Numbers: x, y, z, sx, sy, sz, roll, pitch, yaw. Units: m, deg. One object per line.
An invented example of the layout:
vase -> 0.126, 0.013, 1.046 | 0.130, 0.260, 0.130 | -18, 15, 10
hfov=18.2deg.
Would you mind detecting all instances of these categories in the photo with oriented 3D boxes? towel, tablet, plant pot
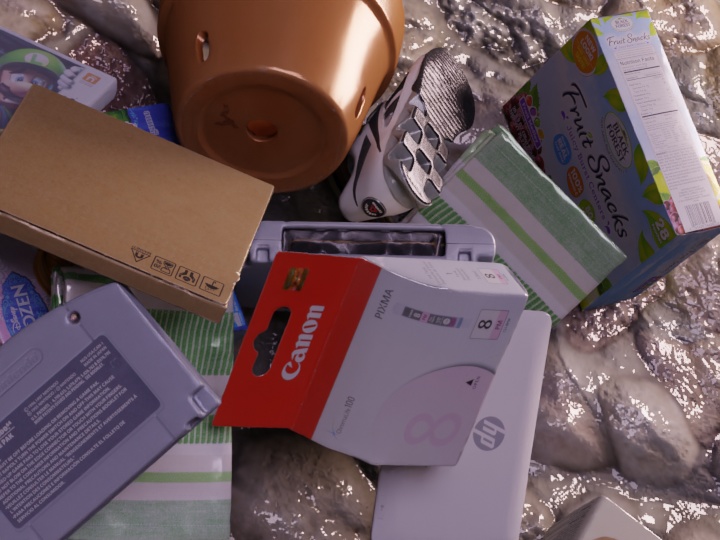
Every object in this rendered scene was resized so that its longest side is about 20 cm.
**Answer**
towel -> 0.090, 0.003, 1.810 | 0.200, 0.023, 0.153 | -44, 92, 11
tablet -> 0.080, 0.126, 1.774 | 0.129, 0.014, 0.201 | 5, 98, -22
plant pot -> -0.069, -0.156, 1.765 | 0.199, 0.200, 0.140 | 20, 48, -15
towel -> -0.160, 0.100, 1.647 | 0.152, 0.023, 0.201 | 2, 88, -31

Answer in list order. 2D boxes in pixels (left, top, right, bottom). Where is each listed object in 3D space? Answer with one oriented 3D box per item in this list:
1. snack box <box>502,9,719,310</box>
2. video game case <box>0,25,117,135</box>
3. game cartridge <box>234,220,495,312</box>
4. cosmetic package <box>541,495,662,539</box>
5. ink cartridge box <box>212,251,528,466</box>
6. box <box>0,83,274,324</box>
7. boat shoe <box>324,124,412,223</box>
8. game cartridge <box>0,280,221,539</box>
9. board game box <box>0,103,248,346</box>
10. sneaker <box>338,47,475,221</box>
snack box -> 0.214, -0.092, 1.895 | 0.067, 0.169, 0.201 | -13, 74, -29
video game case -> -0.313, -0.137, 1.699 | 0.199, 0.023, 0.182 | 24, 39, 12
game cartridge -> 0.000, 0.000, 1.739 | 0.199, 0.133, 0.042 | 1, 75, -2
cosmetic package -> 0.151, 0.283, 1.743 | 0.071, 0.105, 0.200 | 37, 60, -5
ink cartridge box -> 0.009, 0.068, 1.658 | 0.199, 0.163, 0.057 | 1, 34, -35
box -> -0.171, -0.052, 1.622 | 0.199, 0.021, 0.164 | 23, 35, -3
boat shoe -> 0.044, -0.030, 1.851 | 0.072, 0.068, 0.200 | -38, 87, -32
game cartridge -> -0.213, 0.107, 1.579 | 0.200, 0.041, 0.133 | -40, 89, 3
board game box -> -0.209, -0.020, 1.708 | 0.199, 0.041, 0.201 | -12, 72, -30
sneaker -> 0.031, -0.110, 1.804 | 0.074, 0.088, 0.200 | 55, 35, -20
